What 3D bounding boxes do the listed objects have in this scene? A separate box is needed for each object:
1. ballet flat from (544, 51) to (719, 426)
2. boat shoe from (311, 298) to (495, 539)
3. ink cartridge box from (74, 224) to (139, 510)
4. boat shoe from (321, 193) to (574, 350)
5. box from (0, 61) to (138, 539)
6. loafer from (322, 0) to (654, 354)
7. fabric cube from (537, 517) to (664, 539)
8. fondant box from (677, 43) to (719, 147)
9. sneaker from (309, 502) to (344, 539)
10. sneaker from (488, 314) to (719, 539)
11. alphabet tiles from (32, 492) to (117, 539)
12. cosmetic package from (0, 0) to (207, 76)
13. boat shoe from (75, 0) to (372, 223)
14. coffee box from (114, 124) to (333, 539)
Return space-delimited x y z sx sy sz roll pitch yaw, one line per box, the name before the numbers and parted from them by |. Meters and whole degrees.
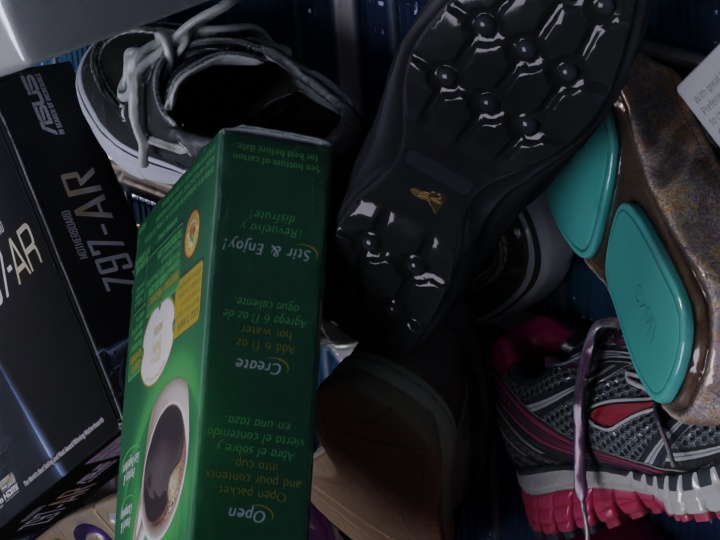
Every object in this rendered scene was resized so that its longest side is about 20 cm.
ballet flat | 0.106 -0.017 0.835 0.200 0.067 0.068 -106 24 -49
boat shoe | 0.020 0.065 0.981 0.072 0.065 0.200 33 161 13
ink cartridge box | -0.105 0.073 1.160 0.174 0.044 0.200 13 120 46
boat shoe | 0.000 0.000 0.980 0.200 0.064 0.071 -13 100 51
box | -0.155 0.025 1.103 0.200 0.044 0.160 -37 72 51
loafer | 0.040 -0.054 0.828 0.068 0.070 0.201 30 134 -2
fabric cube | 0.065 0.243 0.941 0.199 0.200 0.196 48 141 19
fondant box | 0.204 -0.023 0.743 0.200 0.058 0.144 53 141 10
sneaker | -0.050 0.174 1.056 0.080 0.088 0.200 1 100 10
sneaker | 0.111 0.044 0.869 0.200 0.081 0.075 -17 95 52
alphabet tiles | -0.088 0.194 1.189 0.200 0.008 0.167 51 138 -12
cosmetic package | -0.146 -0.163 0.967 0.200 0.166 0.167 -6 106 49
boat shoe | -0.057 -0.065 0.969 0.199 0.074 0.068 39 166 49
coffee box | -0.051 0.064 0.866 0.123 0.044 0.200 140 136 -66
